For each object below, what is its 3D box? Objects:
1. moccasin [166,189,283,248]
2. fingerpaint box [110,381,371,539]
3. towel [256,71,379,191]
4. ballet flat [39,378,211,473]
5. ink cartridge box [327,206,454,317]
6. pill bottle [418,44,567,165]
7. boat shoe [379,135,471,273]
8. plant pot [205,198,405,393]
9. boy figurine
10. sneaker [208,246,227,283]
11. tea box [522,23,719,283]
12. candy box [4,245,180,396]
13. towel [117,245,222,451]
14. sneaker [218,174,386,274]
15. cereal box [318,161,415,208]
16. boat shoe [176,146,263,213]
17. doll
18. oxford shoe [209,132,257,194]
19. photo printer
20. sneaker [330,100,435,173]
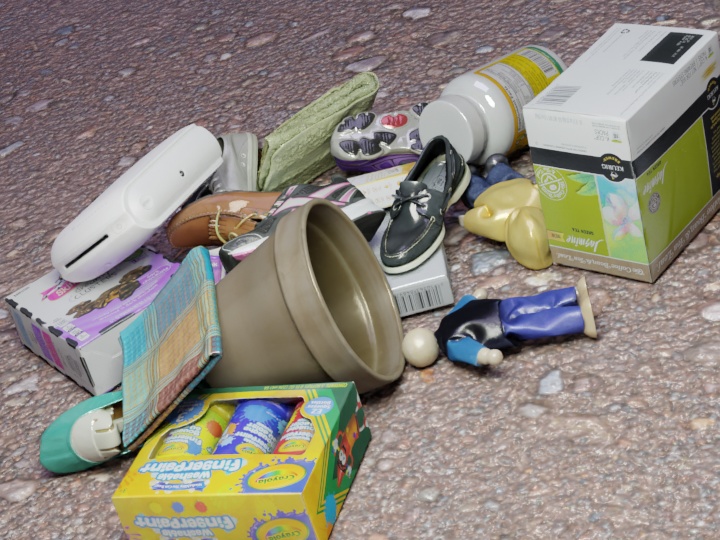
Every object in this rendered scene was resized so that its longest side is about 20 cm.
[{"bbox_3d":[-0.123,-0.044,1.785,0.198,0.074,0.079,-1,57,0],"label":"moccasin"},{"bbox_3d":[-0.110,0.184,1.483,0.197,0.074,0.167,-4,32,23],"label":"fingerpaint box"},{"bbox_3d":[-0.058,-0.161,1.988,0.036,0.149,0.199,42,57,16],"label":"towel"},{"bbox_3d":[-0.236,0.154,1.600,0.198,0.068,0.070,-22,9,-10],"label":"ballet flat"},{"bbox_3d":[0.000,0.000,1.768,0.197,0.041,0.201,-15,28,5],"label":"ink cartridge box"},{"bbox_3d":[0.164,-0.195,1.903,0.112,0.114,0.199,11,29,40],"label":"pill bottle"},{"bbox_3d":[0.066,-0.079,1.745,0.074,0.067,0.200,3,41,34],"label":"boat shoe"},{"bbox_3d":[-0.075,0.051,1.599,0.172,0.201,0.201,-24,26,20],"label":"plant pot"},{"bbox_3d":[0.176,-0.069,1.767,0.123,0.065,0.200,-23,31,-7],"label":"boy figurine"},{"bbox_3d":[-0.168,0.047,1.704,0.072,0.115,0.201,2,39,29],"label":"sneaker"},{"bbox_3d":[0.291,-0.128,1.668,0.133,0.199,0.200,11,39,40],"label":"tea box"},{"bbox_3d":[-0.293,0.047,1.815,0.167,0.072,0.199,-33,33,-26],"label":"candy box"},{"bbox_3d":[-0.193,0.074,1.569,0.147,0.022,0.201,-47,27,18],"label":"towel"},{"bbox_3d":[-0.075,-0.047,1.709,0.198,0.081,0.087,-19,57,-34],"label":"sneaker"},{"bbox_3d":[-0.027,-0.085,1.883,0.197,0.040,0.144,-14,8,9],"label":"cereal box"},{"bbox_3d":[-0.178,-0.101,2.002,0.067,0.073,0.201,-6,29,26],"label":"boat shoe"},{"bbox_3d":[0.137,0.059,1.588,0.197,0.049,0.137,-12,29,9],"label":"doll"},{"bbox_3d":[-0.158,-0.088,1.927,0.057,0.076,0.202,7,53,-13],"label":"oxford shoe"},{"bbox_3d":[-0.263,-0.072,1.804,0.166,0.070,0.200,-31,14,40],"label":"photo printer"},{"bbox_3d":[0.060,-0.161,1.975,0.197,0.084,0.082,-2,67,-1],"label":"sneaker"}]
